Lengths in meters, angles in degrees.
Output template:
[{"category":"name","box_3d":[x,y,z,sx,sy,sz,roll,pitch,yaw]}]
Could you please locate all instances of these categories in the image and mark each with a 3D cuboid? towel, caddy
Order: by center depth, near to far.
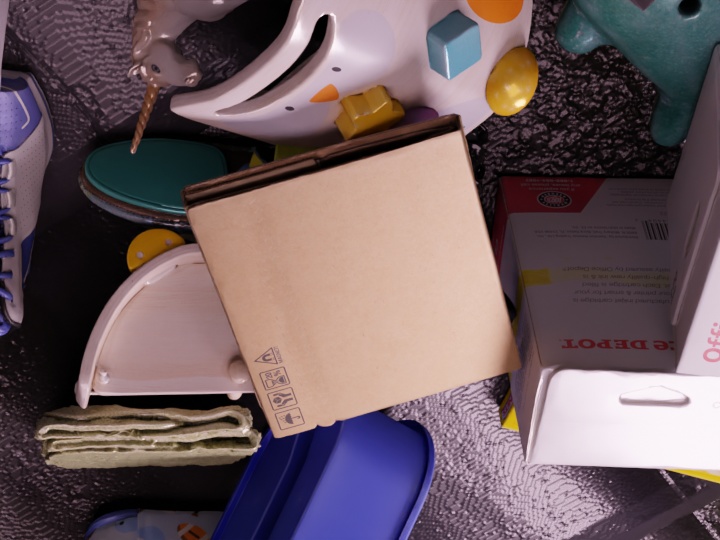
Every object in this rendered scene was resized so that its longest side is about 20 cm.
[{"category":"towel","box_3d":[-0.143,0.110,1.420,0.147,0.037,0.200,0,171,-6]},{"category":"caddy","box_3d":[-0.023,0.181,1.462,0.105,0.201,0.141,35,158,-22]}]

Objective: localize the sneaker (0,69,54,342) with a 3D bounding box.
[{"category":"sneaker","box_3d":[-0.236,-0.022,1.331,0.080,0.116,0.201,3,127,-8]}]

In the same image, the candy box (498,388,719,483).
[{"category":"candy box","box_3d":[0.209,0.094,1.514,0.198,0.027,0.103,15,128,-15]}]

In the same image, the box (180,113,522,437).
[{"category":"box","box_3d":[0.000,0.008,1.239,0.162,0.021,0.201,-16,133,2]}]

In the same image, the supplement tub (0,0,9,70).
[{"category":"supplement tub","box_3d":[-0.270,-0.137,1.185,0.143,0.201,0.145,-2,128,-3]}]

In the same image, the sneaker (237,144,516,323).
[{"category":"sneaker","box_3d":[0.000,0.000,1.304,0.199,0.066,0.079,27,103,-16]}]

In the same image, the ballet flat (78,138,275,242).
[{"category":"ballet flat","box_3d":[-0.081,-0.044,1.361,0.198,0.075,0.075,1,128,-2]}]

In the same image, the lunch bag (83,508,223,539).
[{"category":"lunch bag","box_3d":[-0.125,0.254,1.579,0.198,0.076,0.161,4,129,-9]}]

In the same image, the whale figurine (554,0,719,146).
[{"category":"whale figurine","box_3d":[0.196,-0.153,1.273,0.158,0.104,0.201,-15,126,6]}]

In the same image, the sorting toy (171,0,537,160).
[{"category":"sorting toy","box_3d":[-0.012,-0.116,1.196,0.200,0.107,0.179,-37,157,30]}]

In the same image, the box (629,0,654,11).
[{"category":"box","box_3d":[0.114,-0.256,1.113,0.124,0.200,0.148,-45,121,8]}]

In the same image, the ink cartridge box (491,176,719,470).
[{"category":"ink cartridge box","box_3d":[0.165,0.031,1.352,0.144,0.201,0.084,2,128,-6]}]

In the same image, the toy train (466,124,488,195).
[{"category":"toy train","box_3d":[0.056,-0.023,1.409,0.045,0.034,0.201,7,128,5]}]

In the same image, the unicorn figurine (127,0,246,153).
[{"category":"unicorn figurine","box_3d":[-0.092,-0.176,1.230,0.136,0.074,0.201,-3,125,23]}]

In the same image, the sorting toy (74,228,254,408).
[{"category":"sorting toy","box_3d":[-0.094,0.048,1.389,0.198,0.108,0.180,0,164,-12]}]

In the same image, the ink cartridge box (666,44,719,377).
[{"category":"ink cartridge box","box_3d":[0.290,-0.026,1.247,0.198,0.145,0.146,7,137,-3]}]
